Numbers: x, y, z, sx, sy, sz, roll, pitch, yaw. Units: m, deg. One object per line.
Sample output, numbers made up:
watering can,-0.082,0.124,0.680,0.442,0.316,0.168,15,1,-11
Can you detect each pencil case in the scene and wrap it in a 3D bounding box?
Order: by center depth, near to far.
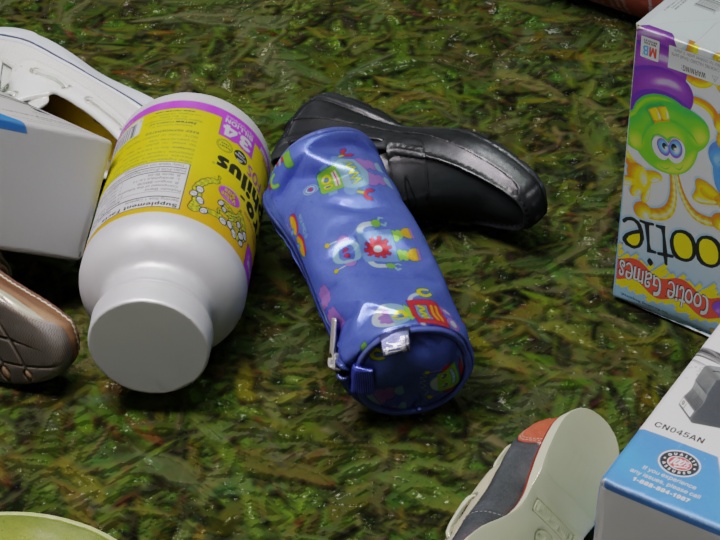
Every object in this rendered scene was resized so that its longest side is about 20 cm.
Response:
pencil case,0.000,0.000,1.262,0.087,0.078,0.200,-7,46,-19

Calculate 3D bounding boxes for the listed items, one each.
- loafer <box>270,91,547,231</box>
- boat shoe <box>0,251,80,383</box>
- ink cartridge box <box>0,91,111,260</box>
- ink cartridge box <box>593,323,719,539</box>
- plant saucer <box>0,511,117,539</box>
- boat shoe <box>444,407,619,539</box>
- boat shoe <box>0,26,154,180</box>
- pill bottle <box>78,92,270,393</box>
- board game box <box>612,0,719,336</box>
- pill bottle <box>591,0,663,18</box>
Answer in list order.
loafer,0.031,-0.062,1.370,0.200,0.068,0.070,20,53,30
boat shoe,-0.250,0.007,1.285,0.199,0.076,0.072,23,42,25
ink cartridge box,-0.278,-0.080,1.313,0.146,0.085,0.200,8,12,-45
ink cartridge box,0.235,0.109,1.129,0.144,0.084,0.200,21,43,25
plant saucer,-0.194,0.206,1.065,0.199,0.031,0.200,0,39,0
boat shoe,0.075,0.151,1.103,0.062,0.071,0.200,-27,20,45
boat shoe,-0.227,-0.108,1.423,0.201,0.075,0.086,28,29,23
pill bottle,-0.116,-0.016,1.284,0.104,0.105,0.200,2,39,4
board game box,0.229,-0.070,1.261,0.103,0.201,0.105,24,44,29
pill bottle,0.196,-0.257,1.571,0.199,0.113,0.112,23,44,28
